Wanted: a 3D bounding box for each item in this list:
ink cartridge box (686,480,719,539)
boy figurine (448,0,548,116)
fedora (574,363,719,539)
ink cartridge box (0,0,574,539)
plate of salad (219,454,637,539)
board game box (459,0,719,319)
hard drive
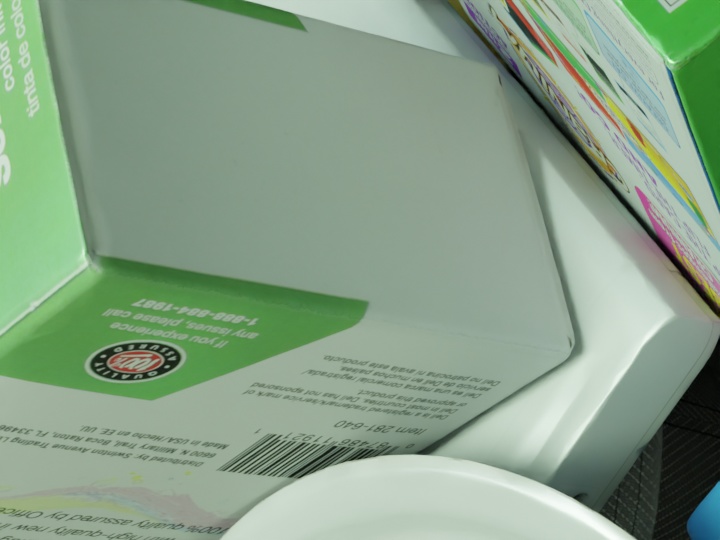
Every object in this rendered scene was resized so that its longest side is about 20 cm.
[{"bbox_3d":[0.178,0.041,0.565,0.200,0.084,0.146,-56,39,29],"label":"ink cartridge box"},{"bbox_3d":[0.037,-0.057,0.822,0.200,0.064,0.125,-46,45,39],"label":"boy figurine"},{"bbox_3d":[0.033,0.073,0.759,0.200,0.090,0.177,-43,47,36],"label":"fedora"},{"bbox_3d":[-0.072,0.020,0.661,0.200,0.145,0.084,-36,57,38],"label":"ink cartridge box"},{"bbox_3d":[0.020,0.143,0.635,0.200,0.048,0.201,10,108,35],"label":"plate of salad"},{"bbox_3d":[0.055,-0.064,0.593,0.040,0.200,0.153,-36,64,0],"label":"board game box"},{"bbox_3d":[0.000,0.000,0.714,0.132,0.026,0.200,-57,46,23],"label":"hard drive"}]
